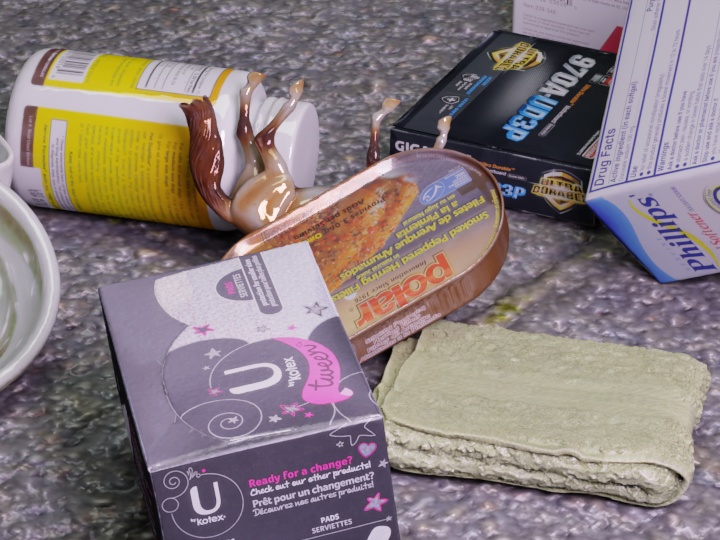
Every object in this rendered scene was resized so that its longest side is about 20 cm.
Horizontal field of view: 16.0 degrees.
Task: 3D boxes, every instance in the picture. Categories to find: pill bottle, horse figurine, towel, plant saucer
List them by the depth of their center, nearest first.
[{"bbox_3d":[0.104,0.083,1.519,0.198,0.037,0.149,6,28,12],"label":"towel"},{"bbox_3d":[-0.285,0.014,1.573,0.199,0.050,0.201,8,53,-11],"label":"plant saucer"},{"bbox_3d":[-0.027,-0.053,1.660,0.199,0.134,0.050,13,-2,-2],"label":"horse figurine"},{"bbox_3d":[-0.133,-0.087,1.744,0.199,0.110,0.109,8,29,12],"label":"pill bottle"}]

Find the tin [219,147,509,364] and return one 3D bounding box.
[{"bbox_3d":[0.000,0.000,1.588,0.199,0.042,0.112,-29,47,-6],"label":"tin"}]

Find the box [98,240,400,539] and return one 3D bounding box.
[{"bbox_3d":[-0.061,0.086,1.409,0.131,0.115,0.200,-13,31,-7],"label":"box"}]

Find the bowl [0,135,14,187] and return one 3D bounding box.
[{"bbox_3d":[-0.347,-0.056,1.716,0.199,0.075,0.200,-16,33,-29],"label":"bowl"}]

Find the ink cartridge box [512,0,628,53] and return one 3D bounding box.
[{"bbox_3d":[0.198,-0.256,1.967,0.147,0.201,0.086,18,33,28],"label":"ink cartridge box"}]

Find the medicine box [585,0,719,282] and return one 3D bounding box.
[{"bbox_3d":[0.264,-0.108,1.656,0.199,0.103,0.183,-13,49,37],"label":"medicine box"}]

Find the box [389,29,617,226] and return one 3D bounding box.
[{"bbox_3d":[0.130,-0.106,1.851,0.158,0.046,0.200,14,31,22],"label":"box"}]
